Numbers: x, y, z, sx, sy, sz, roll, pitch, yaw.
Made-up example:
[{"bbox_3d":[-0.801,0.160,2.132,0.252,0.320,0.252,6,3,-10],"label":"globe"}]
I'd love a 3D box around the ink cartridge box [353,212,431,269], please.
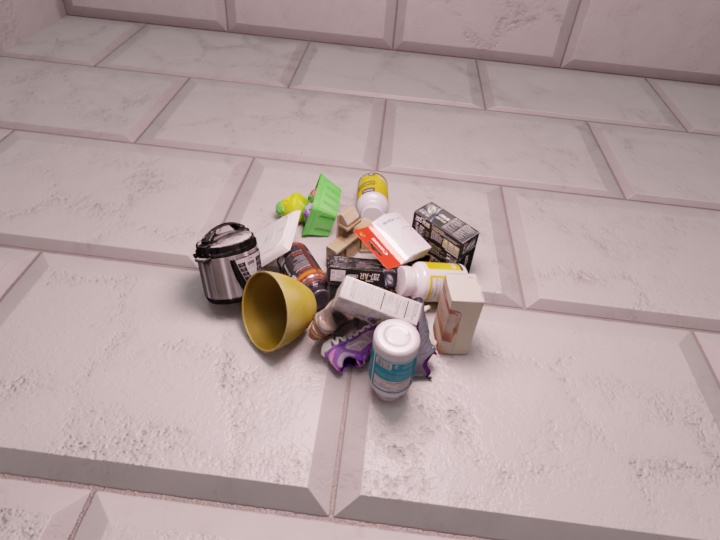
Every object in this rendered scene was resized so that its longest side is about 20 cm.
[{"bbox_3d":[0.096,-0.092,1.530,0.163,0.057,0.198,48,31,19],"label":"ink cartridge box"}]

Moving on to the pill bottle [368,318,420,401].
[{"bbox_3d":[0.076,0.220,1.238,0.108,0.203,0.112,3,42,-3],"label":"pill bottle"}]

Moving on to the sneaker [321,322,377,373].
[{"bbox_3d":[0.001,0.202,1.349,0.196,0.081,0.089,-20,52,-18],"label":"sneaker"}]

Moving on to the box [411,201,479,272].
[{"bbox_3d":[0.252,-0.087,1.623,0.085,0.166,0.199,-29,51,-32],"label":"box"}]

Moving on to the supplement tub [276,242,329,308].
[{"bbox_3d":[-0.160,0.017,1.507,0.105,0.109,0.201,-17,47,-23],"label":"supplement tub"}]

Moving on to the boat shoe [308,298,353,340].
[{"bbox_3d":[-0.080,0.130,1.387,0.076,0.072,0.199,51,23,9],"label":"boat shoe"}]

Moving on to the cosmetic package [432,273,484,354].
[{"bbox_3d":[0.251,0.116,1.371,0.085,0.203,0.105,2,41,-5],"label":"cosmetic package"}]

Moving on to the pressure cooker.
[{"bbox_3d":[-0.361,-0.027,1.437,0.174,0.205,0.176,-10,18,-10],"label":"pressure cooker"}]

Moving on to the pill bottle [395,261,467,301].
[{"bbox_3d":[0.201,0.033,1.500,0.195,0.113,0.112,3,40,-21],"label":"pill bottle"}]

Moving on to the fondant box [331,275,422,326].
[{"bbox_3d":[0.036,0.088,1.287,0.196,0.144,0.059,21,72,-5],"label":"fondant box"}]

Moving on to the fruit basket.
[{"bbox_3d":[-0.177,-0.219,1.753,0.211,0.157,0.218,16,41,-15],"label":"fruit basket"}]

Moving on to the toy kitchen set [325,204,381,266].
[{"bbox_3d":[0.019,-0.088,1.601,0.178,0.166,0.199,30,47,25],"label":"toy kitchen set"}]

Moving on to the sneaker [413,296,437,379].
[{"bbox_3d":[0.157,0.174,1.349,0.085,0.074,0.205,10,84,-10],"label":"sneaker"}]

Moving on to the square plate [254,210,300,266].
[{"bbox_3d":[-0.274,-0.088,1.585,0.196,0.028,0.202,-28,33,26],"label":"square plate"}]

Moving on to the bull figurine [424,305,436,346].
[{"bbox_3d":[0.126,0.139,1.436,0.196,0.066,0.122,21,41,14],"label":"bull figurine"}]

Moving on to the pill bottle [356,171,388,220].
[{"bbox_3d":[0.042,-0.243,1.813,0.109,0.114,0.202,4,41,-2],"label":"pill bottle"}]

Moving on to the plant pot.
[{"bbox_3d":[-0.197,0.100,1.374,0.140,0.203,0.200,-4,36,-46],"label":"plant pot"}]

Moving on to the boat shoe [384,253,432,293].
[{"bbox_3d":[0.145,0.008,1.576,0.075,0.073,0.199,33,49,28],"label":"boat shoe"}]

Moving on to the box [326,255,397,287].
[{"bbox_3d":[0.000,0.000,1.500,0.195,0.045,0.160,5,12,-6],"label":"box"}]
